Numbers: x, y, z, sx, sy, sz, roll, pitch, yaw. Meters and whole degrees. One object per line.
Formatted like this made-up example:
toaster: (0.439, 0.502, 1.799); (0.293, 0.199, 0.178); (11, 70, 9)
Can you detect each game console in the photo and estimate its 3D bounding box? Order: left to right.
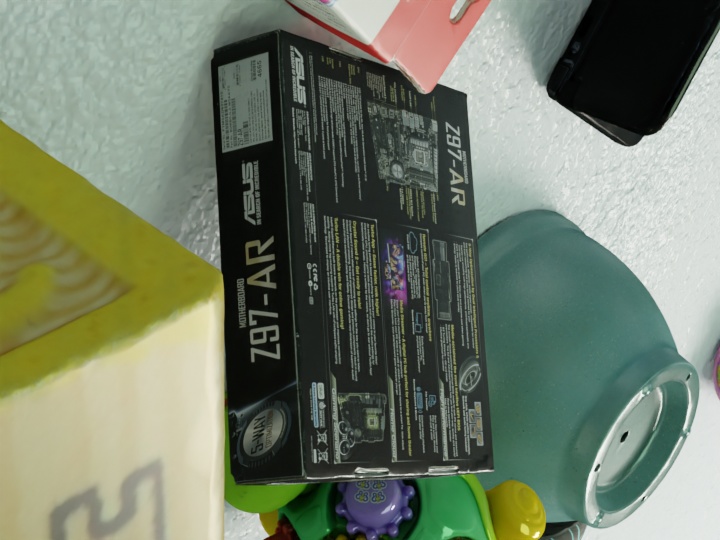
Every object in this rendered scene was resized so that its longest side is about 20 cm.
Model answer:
game console: (0.210, -0.164, 0.880); (0.175, 0.116, 0.201); (21, 100, -55)

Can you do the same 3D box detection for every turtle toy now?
turtle toy: (-0.004, 0.136, 0.815); (0.146, 0.200, 0.101); (-39, -172, 32)

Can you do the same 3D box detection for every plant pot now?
plant pot: (0.131, 0.081, 0.954); (0.200, 0.134, 0.202); (-32, 138, -34)

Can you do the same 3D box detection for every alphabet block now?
alphabet block: (-0.174, 0.077, 0.523); (0.196, 0.195, 0.201); (-29, 136, -37)

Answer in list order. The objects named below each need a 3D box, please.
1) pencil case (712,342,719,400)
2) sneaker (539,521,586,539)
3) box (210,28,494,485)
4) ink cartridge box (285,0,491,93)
pencil case: (0.380, 0.105, 1.325); (0.200, 0.087, 0.088); (24, 97, -56)
sneaker: (0.131, 0.182, 1.100); (0.201, 0.075, 0.079); (-59, 156, 17)
box: (0.000, 0.000, 0.718); (0.160, 0.043, 0.202); (7, 76, -54)
ink cartridge box: (-0.004, -0.175, 0.648); (0.117, 0.067, 0.200); (-56, 145, -2)
